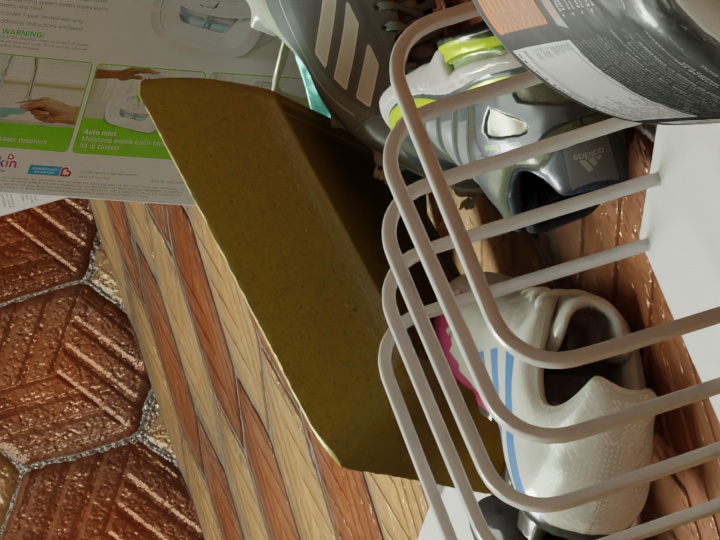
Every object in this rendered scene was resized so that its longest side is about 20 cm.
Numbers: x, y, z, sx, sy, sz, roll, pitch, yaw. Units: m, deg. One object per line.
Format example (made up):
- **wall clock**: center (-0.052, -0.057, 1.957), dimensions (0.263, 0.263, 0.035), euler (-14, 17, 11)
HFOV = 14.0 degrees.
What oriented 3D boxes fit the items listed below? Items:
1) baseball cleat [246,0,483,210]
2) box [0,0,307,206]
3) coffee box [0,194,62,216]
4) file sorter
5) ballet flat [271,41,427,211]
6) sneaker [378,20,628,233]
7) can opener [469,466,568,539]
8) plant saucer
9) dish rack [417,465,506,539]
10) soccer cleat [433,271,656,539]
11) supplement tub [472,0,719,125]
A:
- **baseball cleat**: center (0.009, -0.119, 1.338), dimensions (0.200, 0.070, 0.107), euler (44, 124, 36)
- **box**: center (-0.119, -0.131, 1.510), dimensions (0.097, 0.199, 0.177), euler (-119, 39, -49)
- **coffee box**: center (-0.319, -0.193, 2.795), dimensions (0.200, 0.197, 0.201), euler (-124, 20, -62)
- **file sorter**: center (0.080, 0.009, 0.954), dimensions (0.200, 0.124, 0.139), euler (91, 160, -60)
- **ballet flat**: center (-0.008, -0.075, 1.490), dimensions (0.067, 0.070, 0.201), euler (-58, -29, -45)
- **sneaker**: center (0.058, -0.052, 1.156), dimensions (0.200, 0.074, 0.081), euler (135, 115, -82)
- **can opener**: center (0.103, 0.160, 1.282), dimensions (0.067, 0.053, 0.200), euler (25, 151, 34)
- **plant saucer**: center (0.000, 0.000, 1.343), dimensions (0.200, 0.048, 0.200), euler (62, -163, 18)
- **dish rack**: center (0.051, 0.185, 1.444), dimensions (0.172, 0.043, 0.200), euler (-111, 35, -52)
- **soccer cleat**: center (0.083, 0.035, 1.215), dimensions (0.200, 0.070, 0.087), euler (-114, 36, -60)
- **supplement tub**: center (0.090, -0.096, 0.709), dimensions (0.200, 0.122, 0.123), euler (-164, 58, -80)
